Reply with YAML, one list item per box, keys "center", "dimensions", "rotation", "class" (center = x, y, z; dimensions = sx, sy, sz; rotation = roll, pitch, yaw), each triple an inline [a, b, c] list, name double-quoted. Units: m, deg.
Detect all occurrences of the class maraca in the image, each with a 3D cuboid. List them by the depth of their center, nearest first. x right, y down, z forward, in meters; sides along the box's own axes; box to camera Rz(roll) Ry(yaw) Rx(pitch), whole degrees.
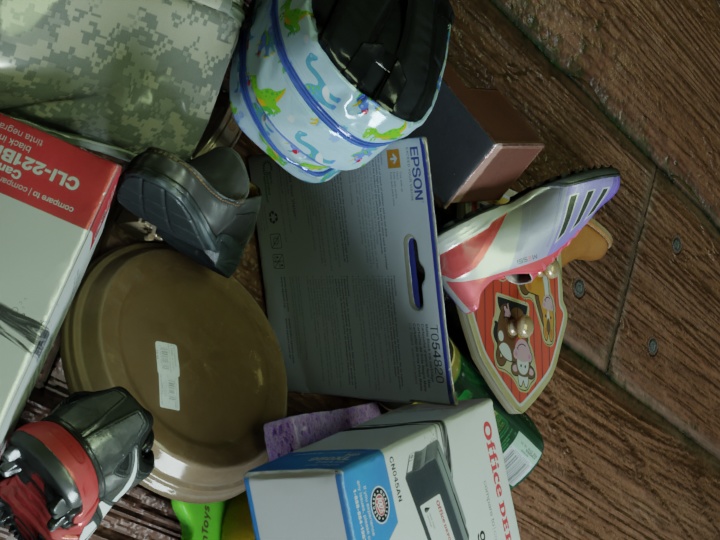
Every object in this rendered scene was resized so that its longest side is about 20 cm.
- center: [-0.081, 0.220, 0.868]
  dimensions: [0.200, 0.107, 0.138]
  rotation: [43, 34, -49]
  class: "maraca"

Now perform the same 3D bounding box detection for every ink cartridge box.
- center: [-0.226, 0.028, 0.699]
  dimensions: [0.083, 0.144, 0.201]
  rotation: [23, 71, -11]
  class: "ink cartridge box"
- center: [0.025, 0.179, 0.789]
  dimensions: [0.200, 0.084, 0.145]
  rotation: [-13, 93, -55]
  class: "ink cartridge box"
- center: [0.000, 0.000, 0.895]
  dimensions: [0.040, 0.199, 0.201]
  rotation: [-12, 99, -44]
  class: "ink cartridge box"

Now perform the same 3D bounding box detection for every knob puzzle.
- center: [0.144, 0.026, 1.026]
  dimensions: [0.219, 0.030, 0.221]
  rotation: [16, 71, -53]
  class: "knob puzzle"

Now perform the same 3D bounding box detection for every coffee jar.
- center: [0.074, 0.112, 1.031]
  dimensions: [0.085, 0.104, 0.200]
  rotation: [-43, 124, 3]
  class: "coffee jar"

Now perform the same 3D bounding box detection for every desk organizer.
- center: [0.057, -0.149, 0.965]
  dimensions: [0.077, 0.072, 0.200]
  rotation: [-7, 53, -48]
  class: "desk organizer"

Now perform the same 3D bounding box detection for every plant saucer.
- center: [-0.124, 0.067, 0.837]
  dimensions: [0.200, 0.029, 0.201]
  rotation: [29, 47, -35]
  class: "plant saucer"

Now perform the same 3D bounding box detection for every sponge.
- center: [-0.011, 0.164, 0.903]
  dimensions: [0.200, 0.030, 0.112]
  rotation: [8, 63, -70]
  class: "sponge"

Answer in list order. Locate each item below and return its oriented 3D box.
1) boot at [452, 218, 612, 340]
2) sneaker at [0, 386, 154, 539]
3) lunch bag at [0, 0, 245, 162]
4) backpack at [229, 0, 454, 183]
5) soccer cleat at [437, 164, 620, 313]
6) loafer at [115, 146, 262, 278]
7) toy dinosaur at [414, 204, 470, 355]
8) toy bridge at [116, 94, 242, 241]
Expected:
- center: [0.169, 0.014, 1.145]
  dimensions: [0.199, 0.076, 0.156]
  rotation: [13, 79, -42]
  class: "boot"
- center: [-0.178, 0.130, 0.730]
  dimensions: [0.071, 0.201, 0.098]
  rotation: [46, 56, 6]
  class: "sneaker"
- center: [-0.184, -0.163, 0.757]
  dimensions: [0.199, 0.139, 0.169]
  rotation: [14, 79, -43]
  class: "lunch bag"
- center: [-0.012, -0.157, 0.814]
  dimensions: [0.163, 0.154, 0.200]
  rotation: [42, 22, -31]
  class: "backpack"
- center: [0.143, -0.030, 0.957]
  dimensions: [0.199, 0.068, 0.073]
  rotation: [-23, 88, -28]
  class: "soccer cleat"
- center: [-0.108, -0.053, 0.771]
  dimensions: [0.073, 0.200, 0.073]
  rotation: [29, 83, 5]
  class: "loafer"
- center: [0.065, -0.011, 1.042]
  dimensions: [0.201, 0.102, 0.077]
  rotation: [64, 38, -34]
  class: "toy dinosaur"
- center: [-0.117, -0.107, 0.873]
  dimensions: [0.027, 0.067, 0.201]
  rotation: [40, 62, -36]
  class: "toy bridge"
